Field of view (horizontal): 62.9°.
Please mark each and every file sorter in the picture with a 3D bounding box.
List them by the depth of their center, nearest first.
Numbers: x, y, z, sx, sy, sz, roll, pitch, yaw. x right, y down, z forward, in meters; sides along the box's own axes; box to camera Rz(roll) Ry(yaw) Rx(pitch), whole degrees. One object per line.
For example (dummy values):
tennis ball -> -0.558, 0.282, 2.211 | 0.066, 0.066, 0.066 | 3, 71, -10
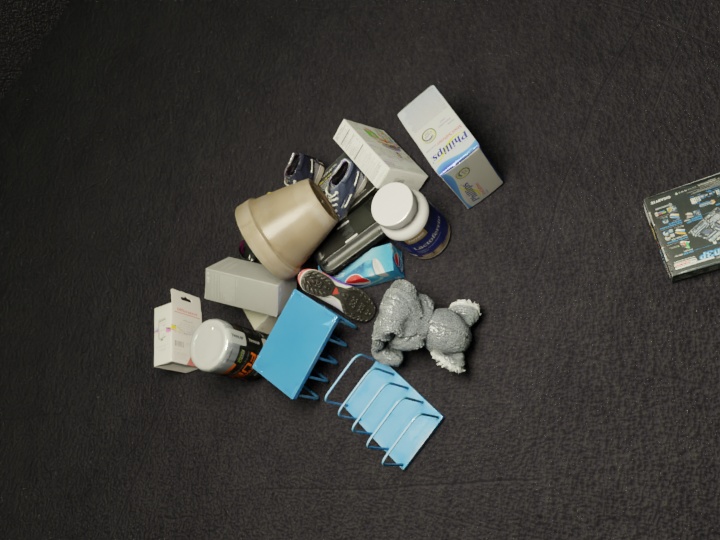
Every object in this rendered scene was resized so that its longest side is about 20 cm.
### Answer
file sorter -> 0.043, 0.287, 1.220 | 0.200, 0.122, 0.139 | 40, 95, 34
file sorter -> -0.120, 0.175, 1.343 | 0.138, 0.122, 0.202 | 28, 89, 34

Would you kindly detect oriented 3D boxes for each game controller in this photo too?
game controller -> -0.022, -0.077, 1.358 | 0.199, 0.042, 0.105 | -36, 52, 4

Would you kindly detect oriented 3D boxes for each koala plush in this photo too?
koala plush -> 0.137, 0.118, 1.203 | 0.198, 0.184, 0.179 | 20, 68, 12

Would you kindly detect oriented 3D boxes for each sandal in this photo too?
sandal -> -0.284, -0.057, 1.495 | 0.075, 0.048, 0.203 | -19, 63, 19

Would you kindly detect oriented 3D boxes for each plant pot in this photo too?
plant pot -> -0.151, -0.109, 1.312 | 0.173, 0.200, 0.201 | -35, 60, 11

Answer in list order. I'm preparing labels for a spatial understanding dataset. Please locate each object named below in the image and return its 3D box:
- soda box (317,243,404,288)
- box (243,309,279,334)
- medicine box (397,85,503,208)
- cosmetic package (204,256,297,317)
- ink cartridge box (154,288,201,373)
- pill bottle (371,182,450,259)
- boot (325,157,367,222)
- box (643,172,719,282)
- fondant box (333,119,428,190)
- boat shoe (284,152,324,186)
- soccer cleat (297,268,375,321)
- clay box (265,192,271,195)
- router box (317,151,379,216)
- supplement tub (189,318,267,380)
soda box -> 0.000, 0.000, 1.375 | 0.198, 0.064, 0.069 | -15, 67, 26
box -> -0.267, 0.062, 1.508 | 0.082, 0.068, 0.201 | -42, 58, 11
medicine box -> 0.197, -0.264, 1.276 | 0.103, 0.182, 0.201 | -37, 59, 15
cosmetic package -> -0.258, 0.036, 1.396 | 0.198, 0.107, 0.091 | 16, 111, 19
ink cartridge box -> -0.487, 0.162, 1.576 | 0.067, 0.116, 0.202 | -18, 64, 24
pill bottle -> 0.109, -0.107, 1.265 | 0.114, 0.200, 0.117 | -10, 69, 27
boot -> -0.064, -0.167, 1.385 | 0.072, 0.090, 0.202 | 31, 93, 29
box -> 0.630, -0.085, 1.044 | 0.198, 0.046, 0.161 | -20, 65, 23
fondant box -> 0.047, -0.266, 1.384 | 0.201, 0.143, 0.058 | 54, 123, 31
boat shoe -> -0.162, -0.195, 1.458 | 0.074, 0.092, 0.202 | 14, 85, 37
soccer cleat -> -0.053, 0.052, 1.341 | 0.069, 0.199, 0.073 | -62, 19, 1
clay box -> -0.215, -0.090, 1.482 | 0.115, 0.047, 0.203 | -177, 84, -74
router box -> -0.045, -0.195, 1.472 | 0.199, 0.051, 0.150 | -40, 59, 16
supplement tub -> -0.298, 0.193, 1.403 | 0.121, 0.200, 0.124 | -10, 69, 27
